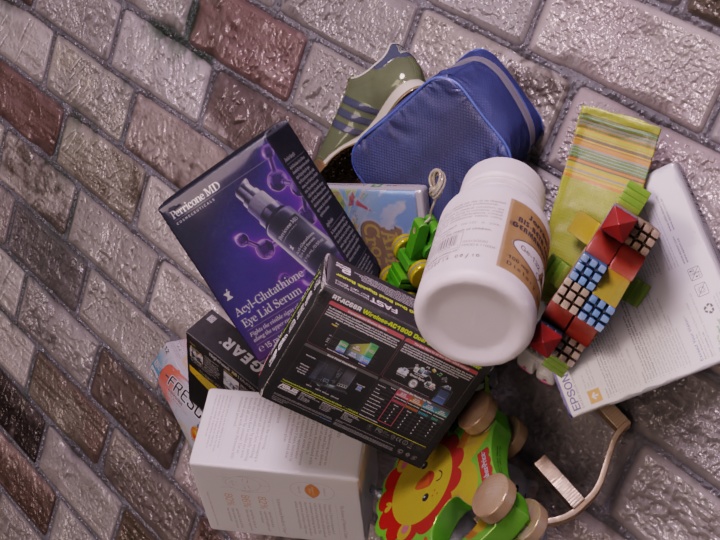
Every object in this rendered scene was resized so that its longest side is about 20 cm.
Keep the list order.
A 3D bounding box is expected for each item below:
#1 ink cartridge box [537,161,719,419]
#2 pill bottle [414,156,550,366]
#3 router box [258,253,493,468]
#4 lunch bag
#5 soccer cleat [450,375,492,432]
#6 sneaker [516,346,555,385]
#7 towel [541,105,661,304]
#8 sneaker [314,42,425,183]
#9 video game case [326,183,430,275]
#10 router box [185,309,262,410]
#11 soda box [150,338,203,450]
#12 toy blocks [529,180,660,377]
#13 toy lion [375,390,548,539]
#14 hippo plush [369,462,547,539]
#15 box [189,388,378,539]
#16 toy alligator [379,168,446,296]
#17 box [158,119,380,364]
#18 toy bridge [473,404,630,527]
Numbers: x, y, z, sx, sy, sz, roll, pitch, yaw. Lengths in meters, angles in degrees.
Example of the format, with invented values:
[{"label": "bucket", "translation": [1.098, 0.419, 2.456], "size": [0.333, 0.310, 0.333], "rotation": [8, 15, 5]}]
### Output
[{"label": "ink cartridge box", "translation": [0.270, 0.023, 1.099], "size": [0.198, 0.043, 0.199], "rotation": [-26, 77, 27]}, {"label": "pill bottle", "translation": [0.125, -0.016, 1.046], "size": [0.112, 0.201, 0.116], "rotation": [9, 132, 10]}, {"label": "router box", "translation": [0.015, 0.094, 1.100], "size": [0.151, 0.198, 0.062], "rotation": [-57, 15, 27]}, {"label": "lunch bag", "translation": [0.095, -0.137, 1.200], "size": [0.199, 0.132, 0.137], "rotation": [-34, 94, 38]}, {"label": "soccer cleat", "translation": [0.099, 0.105, 1.175], "size": [0.067, 0.081, 0.202], "rotation": [26, 150, 34]}, {"label": "sneaker", "translation": [0.168, 0.041, 1.191], "size": [0.199, 0.073, 0.089], "rotation": [35, 115, 28]}, {"label": "towel", "translation": [0.233, -0.058, 1.089], "size": [0.085, 0.018, 0.203], "rotation": [19, 98, 29]}, {"label": "sneaker", "translation": [0.006, -0.194, 1.323], "size": [0.200, 0.066, 0.091], "rotation": [-40, 59, 37]}, {"label": "video game case", "translation": [0.000, 0.000, 1.220], "size": [0.179, 0.022, 0.203], "rotation": [3, 114, 25]}, {"label": "router box", "translation": [-0.140, 0.167, 1.412], "size": [0.199, 0.052, 0.158], "rotation": [36, 145, 21]}, {"label": "soda box", "translation": [-0.220, 0.194, 1.536], "size": [0.064, 0.068, 0.201], "rotation": [-50, 63, 38]}, {"label": "toy blocks", "translation": [0.217, 0.015, 1.015], "size": [0.099, 0.137, 0.202], "rotation": [33, 102, 9]}, {"label": "toy lion", "translation": [0.090, 0.234, 1.119], "size": [0.191, 0.068, 0.201], "rotation": [-43, 24, 21]}, {"label": "hippo plush", "translation": [0.140, 0.296, 1.213], "size": [0.161, 0.159, 0.201], "rotation": [-42, 37, 12]}, {"label": "box", "translation": [-0.084, 0.232, 1.282], "size": [0.196, 0.107, 0.154], "rotation": [4, 139, 8]}, {"label": "toy alligator", "translation": [0.068, -0.016, 1.138], "size": [0.060, 0.053, 0.202], "rotation": [60, 137, 47]}, {"label": "box", "translation": [-0.093, -0.032, 1.154], "size": [0.147, 0.104, 0.201], "rotation": [-32, 99, 17]}, {"label": "toy bridge", "translation": [0.207, 0.223, 1.123], "size": [0.199, 0.027, 0.067], "rotation": [-40, 66, -8]}]
